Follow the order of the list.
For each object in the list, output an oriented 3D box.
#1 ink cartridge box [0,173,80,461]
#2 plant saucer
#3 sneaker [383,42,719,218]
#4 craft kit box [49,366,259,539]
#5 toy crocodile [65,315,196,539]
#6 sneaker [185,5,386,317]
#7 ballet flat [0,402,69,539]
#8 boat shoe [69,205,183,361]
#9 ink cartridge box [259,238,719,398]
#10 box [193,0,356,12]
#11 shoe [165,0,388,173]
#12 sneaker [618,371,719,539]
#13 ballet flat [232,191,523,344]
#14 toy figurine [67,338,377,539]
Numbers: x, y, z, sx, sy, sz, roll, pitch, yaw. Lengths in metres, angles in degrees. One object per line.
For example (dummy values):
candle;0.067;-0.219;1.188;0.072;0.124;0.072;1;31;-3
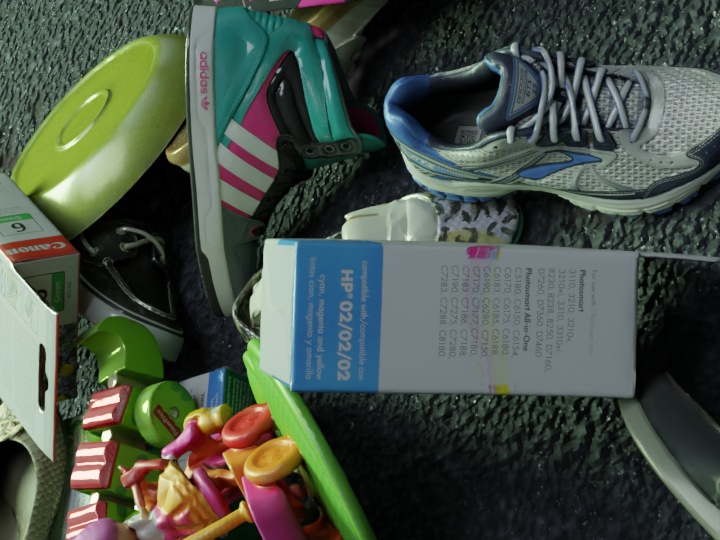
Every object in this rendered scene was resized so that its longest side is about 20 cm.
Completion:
ink cartridge box;-0.219;0.026;1.038;0.200;0.050;0.110;38;130;47
plant saucer;-0.189;-0.099;1.130;0.199;0.031;0.201;-36;29;23
sneaker;0.099;-0.075;0.812;0.198;0.085;0.078;-4;67;29
craft kit box;-0.143;0.180;0.990;0.196;0.048;0.202;-17;60;37
toy crocodile;-0.145;0.126;0.940;0.067;0.061;0.202;-16;61;41
sneaker;-0.043;-0.066;0.978;0.084;0.119;0.202;-93;2;-63
ballet flat;-0.227;0.166;1.018;0.067;0.046;0.202;-22;56;37
boat shoe;-0.168;-0.005;1.083;0.064;0.070;0.200;-59;39;7
ink cartridge box;0.057;0.021;0.745;0.115;0.197;0.069;-170;81;-80
box;-0.022;-0.244;0.979;0.199;0.116;0.132;4;38;46
shoe;-0.043;-0.126;1.034;0.200;0.053;0.070;-40;19;20
sneaker;0.198;0.088;0.670;0.106;0.075;0.200;-44;43;4
ballet flat;0.000;0.000;0.909;0.199;0.072;0.073;-28;53;34
toy figurine;-0.104;0.138;0.845;0.183;0.151;0.200;-28;22;-8
